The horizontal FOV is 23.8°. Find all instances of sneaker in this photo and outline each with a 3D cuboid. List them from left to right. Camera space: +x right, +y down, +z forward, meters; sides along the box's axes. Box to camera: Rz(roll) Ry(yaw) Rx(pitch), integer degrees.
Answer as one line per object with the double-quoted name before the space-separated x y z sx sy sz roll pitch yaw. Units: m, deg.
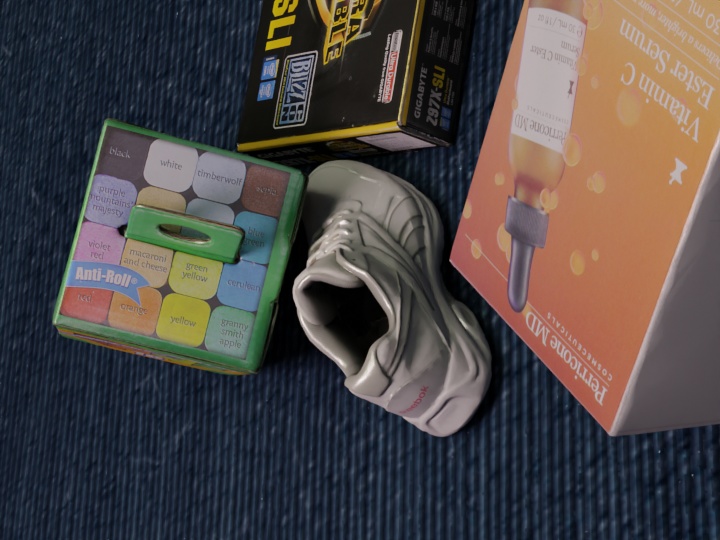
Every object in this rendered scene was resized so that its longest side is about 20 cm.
"sneaker" 0.000 0.000 0.962 0.078 0.099 0.200 -51 43 23

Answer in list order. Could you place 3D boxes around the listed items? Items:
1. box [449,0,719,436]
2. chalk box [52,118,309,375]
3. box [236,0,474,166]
"box" 0.141 -0.052 0.765 0.152 0.106 0.201 49 133 47
"chalk box" -0.108 -0.009 1.009 0.200 0.124 0.124 155 130 -82
"box" 0.002 -0.170 1.068 0.159 0.049 0.201 -3 74 51
